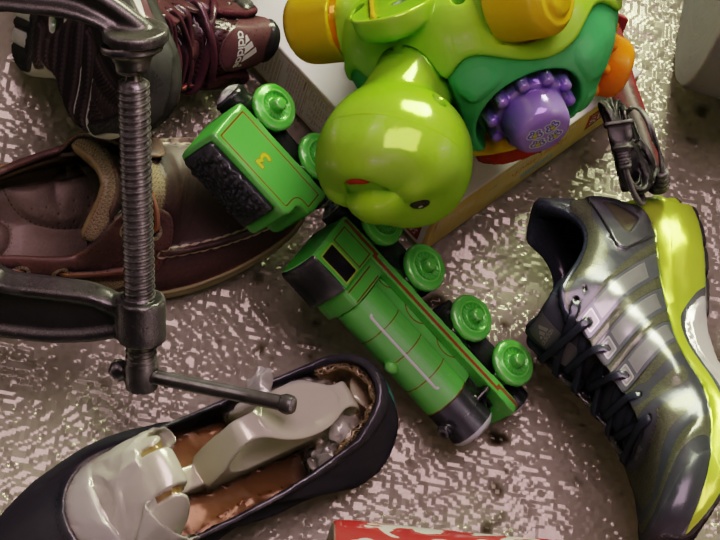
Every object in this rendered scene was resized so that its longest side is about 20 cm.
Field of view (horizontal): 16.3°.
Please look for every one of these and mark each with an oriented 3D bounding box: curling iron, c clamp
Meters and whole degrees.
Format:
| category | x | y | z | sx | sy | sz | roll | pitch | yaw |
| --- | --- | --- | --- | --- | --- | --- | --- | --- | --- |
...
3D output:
| category | x | y | z | sx | sy | sz | roll | pitch | yaw |
| --- | --- | --- | --- | --- | --- | --- | --- | --- | --- |
| curling iron | 0.117 | -0.115 | 1.208 | 0.025 | 0.050 | 0.200 | -15 | 53 | 6 |
| c clamp | -0.115 | -0.037 | 1.044 | 0.170 | 0.201 | 0.027 | 3 | 27 | 16 |

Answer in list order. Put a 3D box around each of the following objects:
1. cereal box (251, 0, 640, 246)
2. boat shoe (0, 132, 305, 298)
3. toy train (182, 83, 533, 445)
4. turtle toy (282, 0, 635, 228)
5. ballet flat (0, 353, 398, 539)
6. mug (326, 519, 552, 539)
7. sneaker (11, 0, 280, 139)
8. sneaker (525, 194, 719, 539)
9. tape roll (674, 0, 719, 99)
| category | x | y | z | sx | sy | sz | roll | pitch | yaw |
| --- | --- | --- | --- | --- | --- | --- | --- | --- | --- |
| cereal box | 0.020 | -0.123 | 1.235 | 0.144 | 0.040 | 0.200 | -36 | 74 | -27 |
| boat shoe | -0.115 | -0.027 | 1.126 | 0.199 | 0.072 | 0.072 | -7 | 77 | -15 |
| toy train | 0.000 | 0.000 | 1.125 | 0.200 | 0.042 | 0.056 | 47 | 51 | -11 |
| turtle toy | 0.045 | -0.090 | 1.117 | 0.200 | 0.145 | 0.101 | -37 | 116 | -48 |
| ballet flat | -0.070 | 0.086 | 1.083 | 0.200 | 0.073 | 0.073 | -21 | 68 | -22 |
| mug | 0.080 | 0.161 | 1.019 | 0.199 | 0.178 | 0.134 | 9 | 66 | -2 |
| sneaker | -0.082 | -0.106 | 1.137 | 0.115 | 0.076 | 0.200 | 3 | 16 | -22 |
| sneaker | 0.116 | 0.045 | 1.135 | 0.081 | 0.074 | 0.200 | 9 | 45 | -17 |
| tape roll | 0.214 | -0.175 | 1.215 | 0.066 | 0.200 | 0.201 | 16 | 59 | -2 |
